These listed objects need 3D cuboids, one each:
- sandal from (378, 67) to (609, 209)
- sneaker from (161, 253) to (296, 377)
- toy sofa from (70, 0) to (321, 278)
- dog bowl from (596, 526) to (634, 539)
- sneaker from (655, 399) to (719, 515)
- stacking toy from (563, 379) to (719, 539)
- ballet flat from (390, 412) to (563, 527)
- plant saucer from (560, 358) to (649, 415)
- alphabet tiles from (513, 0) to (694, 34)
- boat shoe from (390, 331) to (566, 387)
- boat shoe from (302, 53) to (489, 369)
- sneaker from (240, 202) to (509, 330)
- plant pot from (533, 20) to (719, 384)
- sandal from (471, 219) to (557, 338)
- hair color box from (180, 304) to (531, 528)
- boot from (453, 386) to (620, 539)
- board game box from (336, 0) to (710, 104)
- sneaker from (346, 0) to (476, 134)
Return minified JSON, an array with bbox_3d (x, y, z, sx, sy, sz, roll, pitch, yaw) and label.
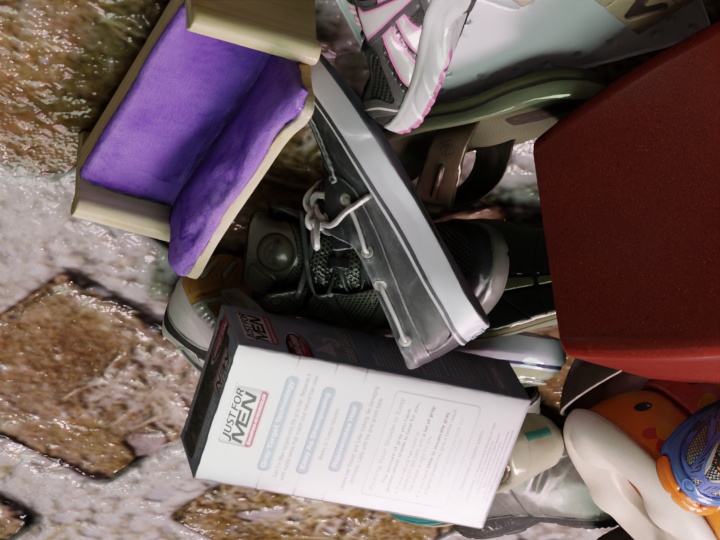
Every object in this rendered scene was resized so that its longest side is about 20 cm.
[{"bbox_3d":[0.064,-0.071,1.590,0.201,0.058,0.080,-19,164,33],"label":"sandal"},{"bbox_3d":[-0.052,0.078,1.748,0.200,0.076,0.088,48,143,2],"label":"sneaker"},{"bbox_3d":[-0.102,-0.090,1.555,0.083,0.098,0.200,15,140,-21],"label":"toy sofa"},{"bbox_3d":[0.271,0.185,1.861,0.200,0.059,0.200,-22,177,-1],"label":"dog bowl"},{"bbox_3d":[0.277,0.080,1.641,0.075,0.200,0.078,47,157,-3],"label":"sneaker"},{"bbox_3d":[0.247,0.095,1.729,0.200,0.146,0.146,-42,141,-12],"label":"stacking toy"},{"bbox_3d":[0.077,0.134,1.800,0.069,0.070,0.200,17,162,-22],"label":"ballet flat"},{"bbox_3d":[0.218,0.041,1.723,0.200,0.032,0.200,-24,170,-5],"label":"plant saucer"},{"bbox_3d":[0.132,-0.205,1.448,0.167,0.008,0.200,-31,133,32],"label":"alphabet tiles"},{"bbox_3d":[0.049,0.076,1.765,0.199,0.062,0.072,-6,169,30],"label":"boat shoe"},{"bbox_3d":[0.000,-0.036,1.552,0.068,0.074,0.200,-30,98,6],"label":"boat shoe"},{"bbox_3d":[0.000,0.000,1.633,0.114,0.077,0.199,12,172,-39],"label":"sneaker"},{"bbox_3d":[0.215,-0.026,1.541,0.176,0.201,0.200,-14,165,28],"label":"plant pot"},{"bbox_3d":[0.123,0.007,1.698,0.200,0.080,0.057,-6,159,5],"label":"sandal"},{"bbox_3d":[-0.004,0.094,1.650,0.199,0.061,0.099,11,112,-19],"label":"hair color box"},{"bbox_3d":[0.137,0.127,1.871,0.199,0.068,0.131,-13,135,11],"label":"boot"},{"bbox_3d":[0.083,-0.183,1.501,0.199,0.026,0.200,-14,140,15],"label":"board game box"},{"bbox_3d":[0.023,-0.161,1.457,0.086,0.080,0.200,23,143,0],"label":"sneaker"}]
